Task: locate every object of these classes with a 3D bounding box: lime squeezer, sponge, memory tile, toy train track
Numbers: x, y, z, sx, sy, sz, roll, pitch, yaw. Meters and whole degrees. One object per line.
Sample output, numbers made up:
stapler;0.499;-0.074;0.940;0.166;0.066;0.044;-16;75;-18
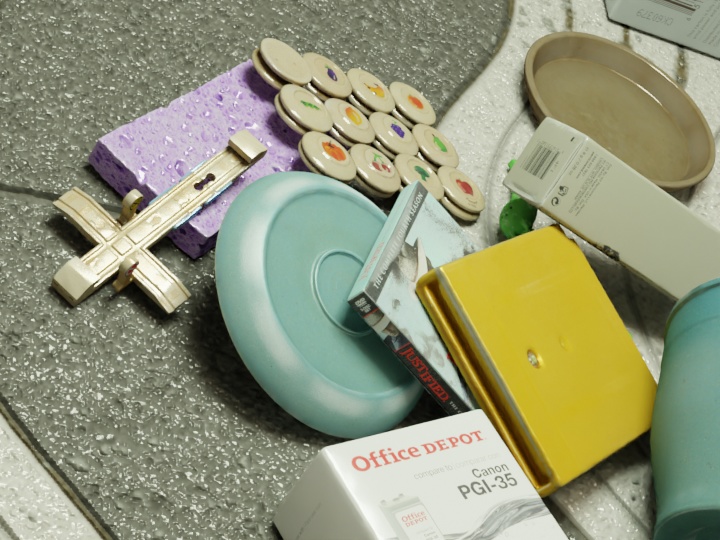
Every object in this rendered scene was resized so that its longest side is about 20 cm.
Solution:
lime squeezer;0.150;-0.019;1.484;0.071;0.038;0.200;32;24;-56
sponge;-0.103;-0.089;1.381;0.112;0.030;0.200;42;40;10
memory tile;0.009;-0.114;1.457;0.200;0.017;0.153;11;41;-43
toy train track;-0.136;-0.045;1.272;0.115;0.033;0.200;42;54;9

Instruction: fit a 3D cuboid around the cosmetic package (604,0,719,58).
cosmetic package;0.345;-0.350;1.844;0.165;0.165;0.200;16;43;-20

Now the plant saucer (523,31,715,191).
plant saucer;0.233;-0.142;1.662;0.200;0.029;0.200;19;41;-17

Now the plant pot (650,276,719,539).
plant pot;0.295;0.136;1.302;0.200;0.200;0.188;28;55;-6

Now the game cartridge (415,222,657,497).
game cartridge;0.139;0.060;1.331;0.200;0.032;0.176;-18;77;-57

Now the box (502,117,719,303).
box;0.217;-0.039;1.455;0.200;0.068;0.082;32;4;-24

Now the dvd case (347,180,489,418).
dvd case;0.080;0.047;1.313;0.200;0.022;0.146;47;36;-15

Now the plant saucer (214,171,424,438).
plant saucer;-0.015;0.018;1.273;0.200;0.027;0.200;23;55;-36

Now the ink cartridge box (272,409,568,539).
ink cartridge box;0.058;0.198;1.149;0.146;0.083;0.200;-10;55;-40
